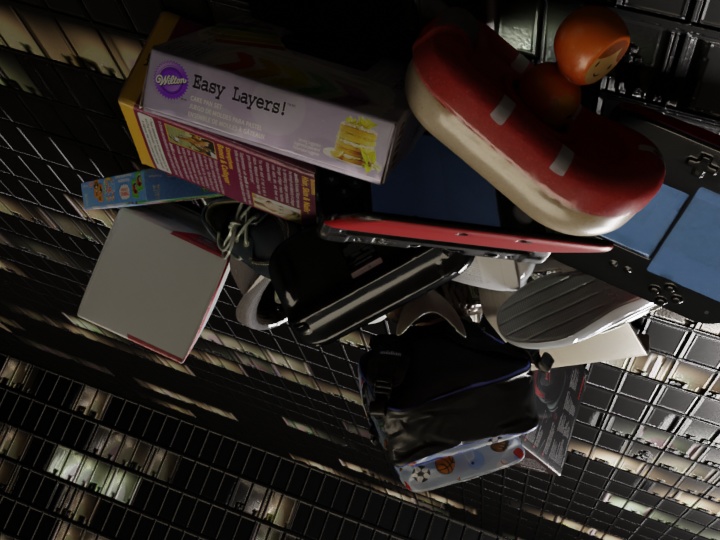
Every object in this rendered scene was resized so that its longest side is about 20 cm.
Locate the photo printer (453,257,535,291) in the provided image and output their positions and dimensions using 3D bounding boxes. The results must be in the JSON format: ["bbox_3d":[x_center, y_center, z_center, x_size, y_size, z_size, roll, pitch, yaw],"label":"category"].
[{"bbox_3d":[0.091,-0.050,0.985,0.164,0.070,0.201,16,160,21],"label":"photo printer"}]

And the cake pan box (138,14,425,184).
[{"bbox_3d":[-0.042,-0.136,0.759,0.181,0.053,0.200,20,-157,7],"label":"cake pan box"}]

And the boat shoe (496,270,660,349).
[{"bbox_3d":[0.232,0.035,0.976,0.197,0.075,0.067,-19,152,28],"label":"boat shoe"}]

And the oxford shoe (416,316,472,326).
[{"bbox_3d":[0.103,0.051,1.264,0.070,0.075,0.200,-18,169,6],"label":"oxford shoe"}]

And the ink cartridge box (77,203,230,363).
[{"bbox_3d":[-0.247,0.003,1.277,0.143,0.147,0.200,24,-172,-5],"label":"ink cartridge box"}]

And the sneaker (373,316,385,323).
[{"bbox_3d":[-0.054,0.022,1.327,0.197,0.075,0.116,15,157,15],"label":"sneaker"}]

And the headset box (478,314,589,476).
[{"bbox_3d":[0.201,0.150,1.273,0.074,0.151,0.200,3,155,41],"label":"headset box"}]

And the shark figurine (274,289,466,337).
[{"bbox_3d":[0.016,-0.010,0.988,0.212,0.131,0.089,12,178,39],"label":"shark figurine"}]

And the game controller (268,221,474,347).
[{"bbox_3d":[0.005,-0.011,0.906,0.198,0.106,0.042,-28,167,23],"label":"game controller"}]

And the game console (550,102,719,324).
[{"bbox_3d":[0.260,-0.038,0.828,0.174,0.031,0.201,20,146,5],"label":"game console"}]

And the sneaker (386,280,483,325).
[{"bbox_3d":[0.097,0.018,1.102,0.074,0.072,0.199,-10,177,33],"label":"sneaker"}]

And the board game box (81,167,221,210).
[{"bbox_3d":[-0.202,-0.094,1.098,0.149,0.037,0.199,-10,-173,-32],"label":"board game box"}]

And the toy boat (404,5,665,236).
[{"bbox_3d":[0.136,-0.124,0.697,0.199,0.131,0.131,38,121,-7],"label":"toy boat"}]

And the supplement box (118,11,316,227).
[{"bbox_3d":[-0.106,-0.134,0.929,0.197,0.105,0.131,22,160,4],"label":"supplement box"}]

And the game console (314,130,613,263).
[{"bbox_3d":[0.072,-0.071,0.773,0.196,0.175,0.119,6,148,-16],"label":"game console"}]

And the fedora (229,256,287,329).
[{"bbox_3d":[-0.088,-0.022,1.179,0.091,0.175,0.201,50,141,18],"label":"fedora"}]

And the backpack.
[{"bbox_3d":[0.087,0.133,1.077,0.196,0.157,0.191,-10,-158,-11],"label":"backpack"}]

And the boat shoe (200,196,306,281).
[{"bbox_3d":[-0.112,-0.041,1.032,0.061,0.076,0.200,24,-176,-28],"label":"boat shoe"}]

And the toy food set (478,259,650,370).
[{"bbox_3d":[0.229,0.047,1.111,0.141,0.061,0.200,-10,148,26],"label":"toy food set"}]
